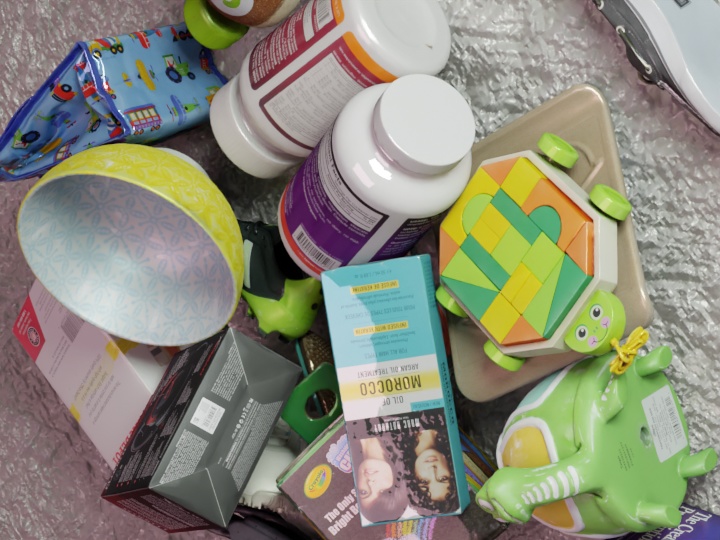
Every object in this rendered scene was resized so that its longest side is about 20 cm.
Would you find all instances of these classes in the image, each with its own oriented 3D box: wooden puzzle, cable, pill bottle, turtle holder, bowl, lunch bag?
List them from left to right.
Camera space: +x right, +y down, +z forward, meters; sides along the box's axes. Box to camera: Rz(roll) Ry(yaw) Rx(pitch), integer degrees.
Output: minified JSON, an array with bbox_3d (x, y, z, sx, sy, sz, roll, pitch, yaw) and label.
[{"bbox_3d":[-0.233,-0.130,1.589,0.200,0.150,0.094,-32,84,40],"label":"lunch bag"},{"bbox_3d":[-0.180,-0.042,1.514,0.200,0.108,0.200,13,138,12],"label":"bowl"},{"bbox_3d":[-0.072,0.243,1.597,0.200,0.163,0.051,22,82,32],"label":"cable"},{"bbox_3d":[-0.029,-0.160,1.445,0.200,0.110,0.110,-33,84,40],"label":"pill bottle"},{"bbox_3d":[0.015,-0.072,1.385,0.113,0.112,0.200,56,148,9],"label":"pill bottle"},{"bbox_3d":[0.140,-0.018,1.372,0.185,0.046,0.200,-29,60,37],"label":"wooden puzzle"},{"bbox_3d":[0.172,0.147,1.338,0.132,0.186,0.141,-17,122,37],"label":"turtle holder"}]

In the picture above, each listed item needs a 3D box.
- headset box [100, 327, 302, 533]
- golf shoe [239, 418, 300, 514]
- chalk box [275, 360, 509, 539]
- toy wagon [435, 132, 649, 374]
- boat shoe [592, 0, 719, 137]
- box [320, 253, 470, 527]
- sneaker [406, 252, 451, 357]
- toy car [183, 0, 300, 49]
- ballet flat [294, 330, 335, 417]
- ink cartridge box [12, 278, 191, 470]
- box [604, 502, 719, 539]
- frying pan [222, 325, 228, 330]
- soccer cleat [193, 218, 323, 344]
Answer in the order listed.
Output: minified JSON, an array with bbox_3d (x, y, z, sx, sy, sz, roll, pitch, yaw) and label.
[{"bbox_3d":[-0.140,0.140,1.497,0.075,0.149,0.200,31,161,-13],"label":"headset box"},{"bbox_3d":[-0.086,0.144,1.559,0.200,0.078,0.097,-123,45,-69],"label":"golf shoe"},{"bbox_3d":[0.020,0.165,1.463,0.125,0.124,0.200,-43,83,11],"label":"chalk box"},{"bbox_3d":[0.137,-0.001,1.309,0.155,0.040,0.200,-57,47,19],"label":"toy wagon"},{"bbox_3d":[0.216,-0.169,1.281,0.200,0.070,0.066,53,147,8],"label":"boat shoe"},{"bbox_3d":[0.027,0.092,1.369,0.082,0.049,0.200,-10,90,12],"label":"box"},{"bbox_3d":[0.000,0.000,1.492,0.200,0.082,0.077,52,129,13],"label":"sneaker"},{"bbox_3d":[-0.136,-0.289,1.406,0.164,0.200,0.158,-27,56,45],"label":"toy car"},{"bbox_3d":[0.003,0.139,1.560,0.065,0.071,0.200,-18,96,13],"label":"ballet flat"},{"bbox_3d":[-0.230,0.084,1.686,0.200,0.083,0.145,53,141,12],"label":"ink cartridge box"},{"bbox_3d":[0.235,0.255,1.314,0.141,0.200,0.079,20,116,32],"label":"box"},{"bbox_3d":[-0.182,-0.009,1.633,0.190,0.031,0.115,59,169,8],"label":"frying pan"},{"bbox_3d":[-0.098,-0.017,1.575,0.200,0.067,0.081,43,105,34],"label":"soccer cleat"}]
